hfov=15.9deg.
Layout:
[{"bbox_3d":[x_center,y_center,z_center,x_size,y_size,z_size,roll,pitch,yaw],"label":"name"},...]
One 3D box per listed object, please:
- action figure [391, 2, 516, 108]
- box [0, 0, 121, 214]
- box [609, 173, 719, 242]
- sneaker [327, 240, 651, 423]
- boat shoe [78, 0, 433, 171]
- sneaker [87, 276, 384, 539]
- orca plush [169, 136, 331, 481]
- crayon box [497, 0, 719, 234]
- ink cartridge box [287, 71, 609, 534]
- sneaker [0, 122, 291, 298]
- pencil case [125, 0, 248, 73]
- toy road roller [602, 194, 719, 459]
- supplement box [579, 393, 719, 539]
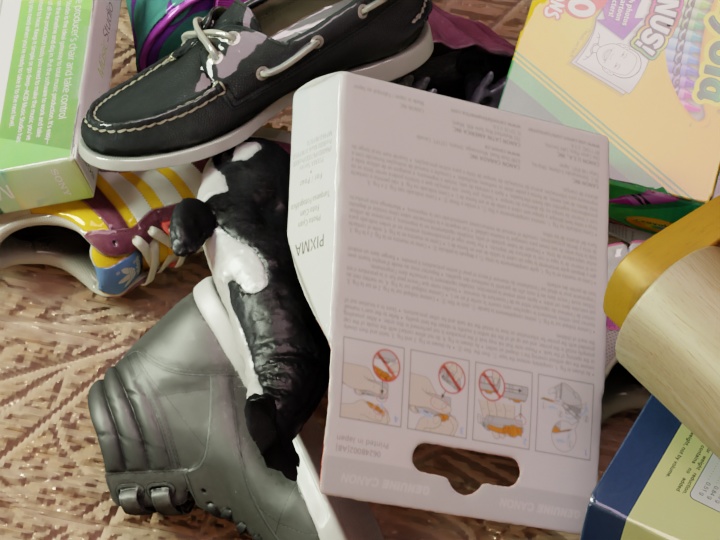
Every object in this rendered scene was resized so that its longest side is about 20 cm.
[{"bbox_3d":[0.012,-0.144,1.450,0.149,0.134,0.200,-46,51,11],"label":"action figure"},{"bbox_3d":[-0.228,-0.085,1.363,0.200,0.036,0.145,-10,49,16],"label":"box"},{"bbox_3d":[0.203,-0.095,1.403,0.144,0.036,0.200,26,70,12],"label":"box"},{"bbox_3d":[0.083,0.047,1.301,0.200,0.081,0.088,-12,53,-12],"label":"sneaker"},{"bbox_3d":[-0.055,-0.111,1.299,0.200,0.060,0.076,-27,39,-24],"label":"boat shoe"},{"bbox_3d":[-0.060,0.112,1.259,0.099,0.071,0.200,-33,80,9],"label":"sneaker"},{"bbox_3d":[-0.034,-0.002,1.234,0.105,0.071,0.200,41,28,-23],"label":"orca plush"},{"bbox_3d":[0.148,-0.123,1.359,0.119,0.058,0.200,14,69,8],"label":"crayon box"},{"bbox_3d":[0.042,0.019,1.221,0.160,0.047,0.200,12,74,-31],"label":"ink cartridge box"},{"bbox_3d":[-0.102,-0.024,1.350,0.199,0.075,0.090,1,52,8],"label":"sneaker"},{"bbox_3d":[-0.094,-0.192,1.459,0.085,0.092,0.200,18,43,-33],"label":"pencil case"},{"bbox_3d":[0.216,-0.015,1.148,0.200,0.146,0.123,-32,60,-25],"label":"toy road roller"},{"bbox_3d":[0.230,0.118,1.225,0.199,0.134,0.200,26,55,15],"label":"supplement box"}]
